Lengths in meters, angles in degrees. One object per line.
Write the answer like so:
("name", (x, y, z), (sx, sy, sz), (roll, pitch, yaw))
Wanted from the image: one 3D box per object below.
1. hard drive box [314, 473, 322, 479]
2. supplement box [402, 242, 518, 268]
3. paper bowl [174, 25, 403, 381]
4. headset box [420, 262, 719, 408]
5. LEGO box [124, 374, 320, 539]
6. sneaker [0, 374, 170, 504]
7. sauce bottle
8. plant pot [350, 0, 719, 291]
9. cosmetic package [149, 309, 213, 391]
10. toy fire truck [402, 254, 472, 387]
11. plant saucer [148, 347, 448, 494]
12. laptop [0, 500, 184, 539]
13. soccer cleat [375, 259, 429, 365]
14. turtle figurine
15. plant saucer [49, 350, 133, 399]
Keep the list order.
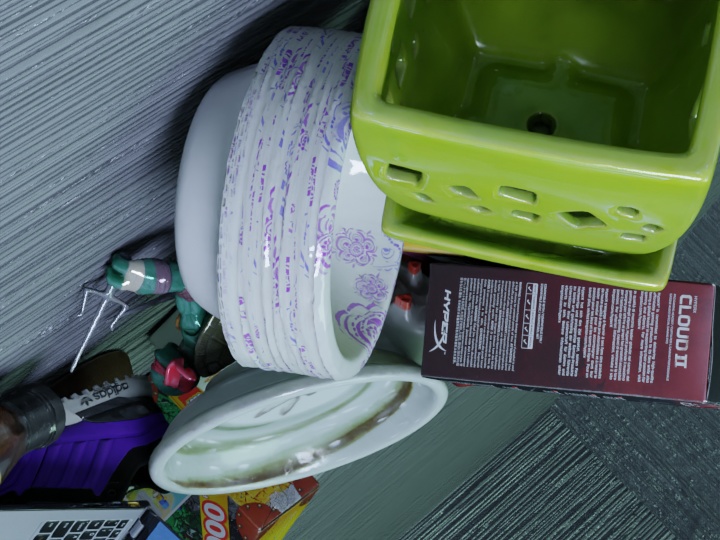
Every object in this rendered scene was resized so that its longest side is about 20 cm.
("hard drive box", (-0.045, 0.127, 2.235), (0.156, 0.077, 0.200), (-45, 170, 4))
("supplement box", (0.101, -0.102, 1.537), (0.103, 0.130, 0.201), (17, 80, -78))
("paper bowl", (-0.040, -0.041, 1.407), (0.201, 0.104, 0.202), (7, 90, -76))
("headset box", (0.153, 0.043, 1.524), (0.149, 0.199, 0.078), (13, 81, -72))
("LEGO box", (-0.140, 0.182, 1.887), (0.077, 0.149, 0.200), (-34, 164, -43))
("sneaker", (-0.200, 0.144, 1.572), (0.200, 0.100, 0.070), (-23, 165, -29))
("sauce bottle", (-0.245, 0.112, 1.448), (0.066, 0.066, 0.200), (-51, 166, 29))
("plant pot", (0.108, -0.106, 1.372), (0.182, 0.198, 0.201), (86, 16, -63))
("cosmetic package", (-0.062, 0.001, 1.768), (0.200, 0.051, 0.083), (-45, 169, -2))
("toy fire truck", (0.070, -0.031, 1.702), (0.112, 0.168, 0.201), (-2, 110, -24))
("plant saucer", (-0.045, 0.087, 1.563), (0.199, 0.050, 0.200), (-16, 161, -6))
("laptop", (-0.181, 0.245, 1.540), (0.199, 0.116, 0.187), (3, 138, -38))
("soccer cleat", (0.000, 0.000, 1.641), (0.069, 0.200, 0.078), (-13, 131, -23))
("turtle figurine", (-0.095, 0.010, 1.570), (0.200, 0.101, 0.150), (-50, 170, -4))
("plant saucer", (-0.227, 0.139, 1.709), (0.200, 0.034, 0.200), (-42, 169, -10))
